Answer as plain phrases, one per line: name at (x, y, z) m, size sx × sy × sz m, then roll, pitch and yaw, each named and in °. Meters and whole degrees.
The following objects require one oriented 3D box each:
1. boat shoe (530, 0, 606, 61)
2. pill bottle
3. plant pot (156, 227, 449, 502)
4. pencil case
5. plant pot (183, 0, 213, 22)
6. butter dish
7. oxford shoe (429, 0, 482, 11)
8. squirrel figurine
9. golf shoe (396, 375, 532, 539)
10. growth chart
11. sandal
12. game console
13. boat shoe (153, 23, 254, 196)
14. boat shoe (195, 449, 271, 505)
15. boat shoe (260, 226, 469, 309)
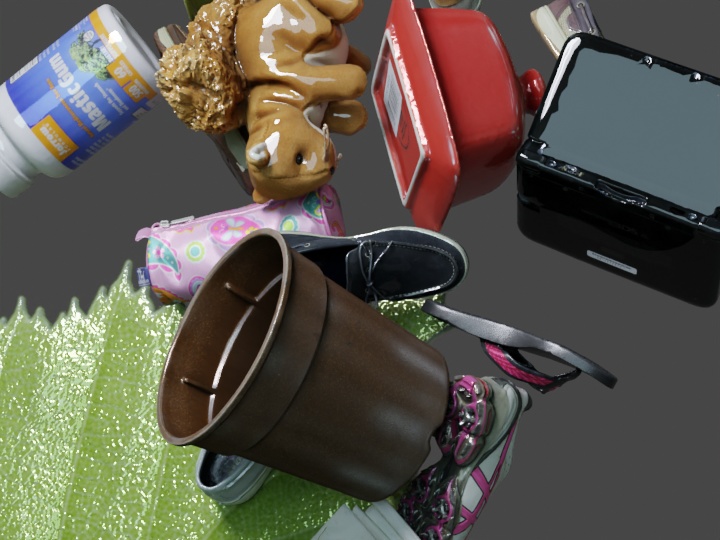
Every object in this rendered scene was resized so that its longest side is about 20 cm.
boat shoe at (0.232, -0.180, 1.527) m, size 0.065 × 0.072 × 0.201 m, roll -37°, pitch 63°, yaw 10°
pill bottle at (-0.297, -0.164, 1.661) m, size 0.200 × 0.112 × 0.112 m, roll -38°, pitch 69°, yaw 5°
plant pot at (-0.041, 0.095, 1.436) m, size 0.200 × 0.198 × 0.201 m, roll -44°, pitch 31°, yaw 35°
pencil case at (-0.112, -0.025, 1.584) m, size 0.199 × 0.087 × 0.088 m, roll -13°, pitch 73°, yaw 13°
plant pot at (-0.089, -0.352, 1.619) m, size 0.189 × 0.200 × 0.201 m, roll -11°, pitch 73°, yaw 2°
butter dish at (0.100, -0.151, 1.519) m, size 0.147 × 0.200 × 0.201 m, roll -13°, pitch 73°, yaw -10°
oxford shoe at (0.069, -0.337, 1.623) m, size 0.075 × 0.058 × 0.201 m, roll -23°, pitch 69°, yaw 13°
squirrel figurine at (-0.091, -0.160, 1.546) m, size 0.199 × 0.142 × 0.188 m, roll 11°, pitch 71°, yaw 0°
golf shoe at (0.096, 0.190, 1.472) m, size 0.073 × 0.092 × 0.201 m, roll 39°, pitch 113°, yaw 47°
growth chart at (-0.018, 0.292, 1.474) m, size 0.200 × 0.018 × 0.145 m, roll -45°, pitch 55°, yaw 16°
sandal at (0.140, 0.078, 1.492) m, size 0.199 × 0.075 × 0.045 m, roll 19°, pitch 83°, yaw 28°
game console at (0.250, -0.087, 1.470) m, size 0.199 × 0.176 × 0.117 m, roll 23°, pitch 59°, yaw 21°
boat shoe at (-0.129, -0.169, 1.640) m, size 0.075 × 0.075 × 0.203 m, roll -32°, pitch 75°, yaw -8°
boat shoe at (-0.088, 0.128, 1.546) m, size 0.070 × 0.072 × 0.202 m, roll 30°, pitch 87°, yaw 21°
boat shoe at (0.000, 0.000, 1.508) m, size 0.198 × 0.062 × 0.075 m, roll 3°, pitch 115°, yaw 0°
